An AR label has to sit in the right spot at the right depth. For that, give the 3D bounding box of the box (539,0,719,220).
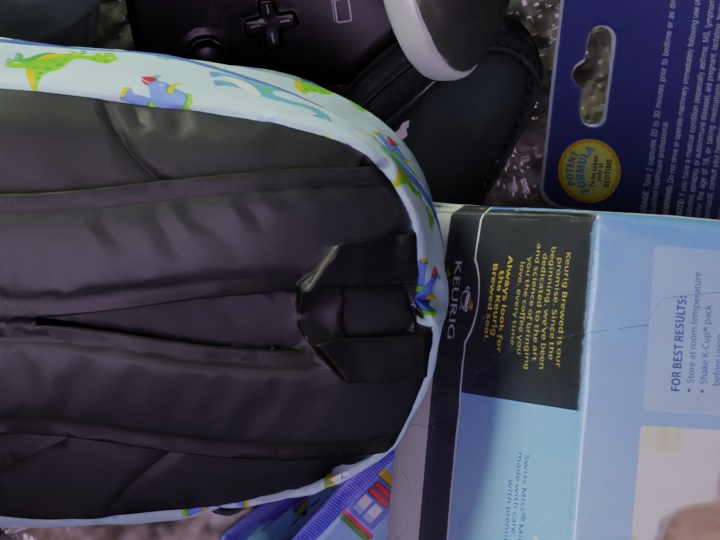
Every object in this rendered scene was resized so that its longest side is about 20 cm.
[{"bbox_3d":[0.164,-0.061,0.847,0.200,0.032,0.121,8,132,5],"label":"box"}]

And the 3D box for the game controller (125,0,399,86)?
[{"bbox_3d":[-0.037,-0.157,0.848,0.104,0.042,0.200,-7,109,5],"label":"game controller"}]

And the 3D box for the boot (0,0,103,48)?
[{"bbox_3d":[-0.095,-0.087,0.836,0.200,0.070,0.132,7,120,22],"label":"boot"}]

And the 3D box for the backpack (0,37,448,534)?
[{"bbox_3d":[-0.072,0.001,0.776,0.200,0.154,0.163,0,101,11],"label":"backpack"}]

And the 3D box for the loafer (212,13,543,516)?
[{"bbox_3d":[0.000,0.000,0.877,0.068,0.070,0.201,25,111,-32],"label":"loafer"}]

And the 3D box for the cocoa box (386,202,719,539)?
[{"bbox_3d":[0.092,0.083,0.808,0.133,0.131,0.200,5,90,-24],"label":"cocoa box"}]

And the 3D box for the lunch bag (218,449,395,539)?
[{"bbox_3d":[0.069,0.096,0.912,0.200,0.094,0.151,-43,99,6],"label":"lunch bag"}]

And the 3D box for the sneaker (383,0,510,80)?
[{"bbox_3d":[0.066,-0.153,0.783,0.099,0.071,0.200,13,94,32],"label":"sneaker"}]
